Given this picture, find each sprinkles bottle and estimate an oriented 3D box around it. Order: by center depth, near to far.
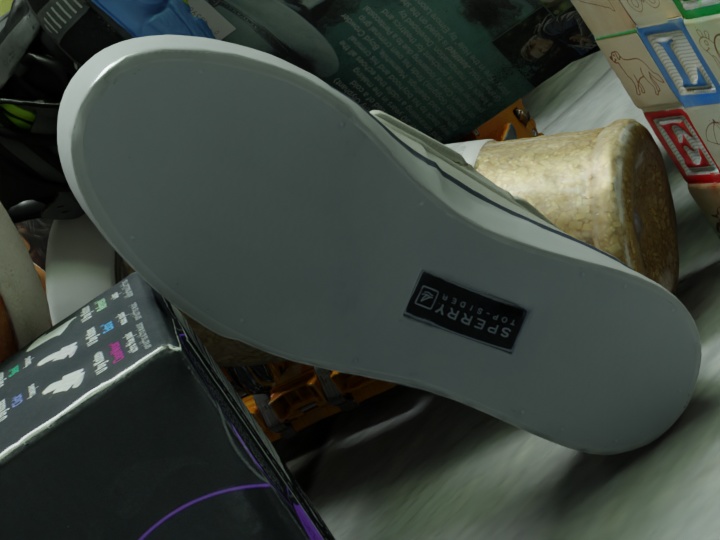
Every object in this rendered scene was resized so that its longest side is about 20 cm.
[{"bbox_3d":[-0.001,-0.004,0.821,0.199,0.069,0.068,-7,23,21],"label":"sprinkles bottle"}]

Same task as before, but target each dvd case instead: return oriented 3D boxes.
[{"bbox_3d":[0.027,-0.109,0.837,0.200,0.146,0.022,-35,44,16],"label":"dvd case"}]

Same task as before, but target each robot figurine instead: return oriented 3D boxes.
[{"bbox_3d":[0.000,0.000,0.959,0.144,0.058,0.200,-26,15,32],"label":"robot figurine"}]

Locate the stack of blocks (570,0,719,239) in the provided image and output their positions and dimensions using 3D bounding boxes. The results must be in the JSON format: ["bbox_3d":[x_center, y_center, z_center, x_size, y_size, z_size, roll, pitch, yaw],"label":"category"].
[{"bbox_3d":[0.146,-0.066,0.719,0.058,0.116,0.200,-38,14,-18],"label":"stack of blocks"}]

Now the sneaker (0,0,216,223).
[{"bbox_3d":[-0.087,-0.048,0.749,0.082,0.071,0.200,-33,-3,-15],"label":"sneaker"}]

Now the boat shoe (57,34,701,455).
[{"bbox_3d":[0.001,-0.011,0.701,0.071,0.199,0.070,-64,26,8],"label":"boat shoe"}]

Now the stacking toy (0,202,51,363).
[{"bbox_3d":[-0.196,0.036,0.701,0.200,0.146,0.146,-45,17,-29],"label":"stacking toy"}]

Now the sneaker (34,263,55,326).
[{"bbox_3d":[-0.195,0.028,0.837,0.199,0.073,0.085,-17,-1,-13],"label":"sneaker"}]

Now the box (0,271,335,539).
[{"bbox_3d":[-0.101,0.110,0.662,0.199,0.123,0.106,-34,13,-2],"label":"box"}]

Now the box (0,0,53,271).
[{"bbox_3d":[-0.104,-0.040,0.908,0.050,0.075,0.201,-56,-15,-68],"label":"box"}]

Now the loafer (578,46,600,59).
[{"bbox_3d":[0.030,-0.100,0.934,0.199,0.073,0.071,-20,48,-21],"label":"loafer"}]
